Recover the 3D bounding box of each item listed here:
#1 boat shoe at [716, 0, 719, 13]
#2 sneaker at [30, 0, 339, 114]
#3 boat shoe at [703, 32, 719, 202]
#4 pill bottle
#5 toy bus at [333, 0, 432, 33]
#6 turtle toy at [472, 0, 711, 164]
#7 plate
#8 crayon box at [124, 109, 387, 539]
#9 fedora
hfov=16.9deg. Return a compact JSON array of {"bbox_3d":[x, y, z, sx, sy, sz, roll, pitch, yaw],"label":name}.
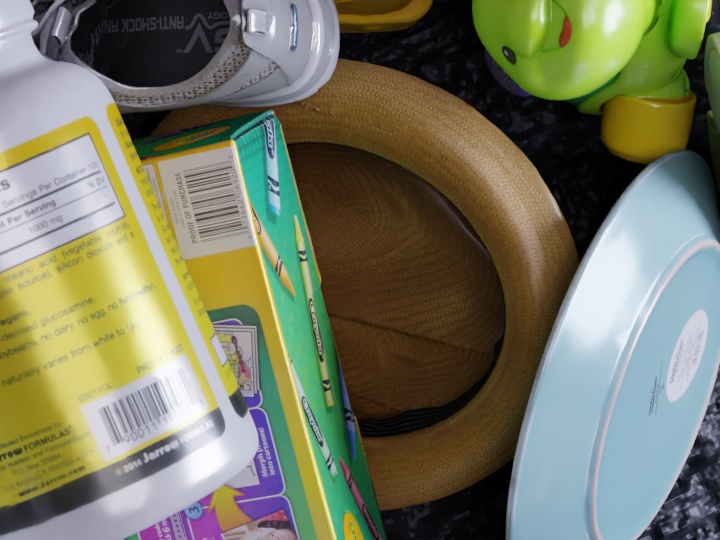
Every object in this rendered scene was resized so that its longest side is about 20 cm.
[{"bbox_3d":[0.207,-0.109,1.055,0.072,0.076,0.200,-38,131,-28],"label":"boat shoe"},{"bbox_3d":[-0.113,-0.093,0.937,0.200,0.082,0.075,-7,85,18],"label":"sneaker"},{"bbox_3d":[0.180,-0.052,1.003,0.066,0.199,0.075,-14,67,4],"label":"boat shoe"},{"bbox_3d":[-0.124,-0.003,0.871,0.112,0.112,0.200,-24,96,-12],"label":"pill bottle"},{"bbox_3d":[-0.005,-0.207,0.965,0.135,0.192,0.200,8,87,-12],"label":"toy bus"},{"bbox_3d":[0.095,-0.122,0.993,0.101,0.200,0.146,9,110,-1],"label":"turtle toy"},{"bbox_3d":[0.115,0.049,0.999,0.026,0.200,0.201,18,84,24],"label":"plate"},{"bbox_3d":[-0.071,0.048,0.959,0.119,0.058,0.200,-10,101,19],"label":"crayon box"},{"bbox_3d":[0.000,0.000,1.003,0.200,0.082,0.201,4,106,16],"label":"fedora"}]
